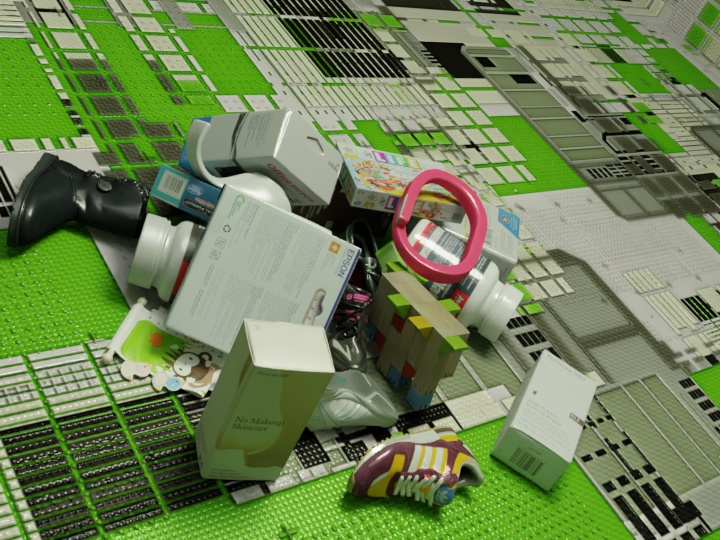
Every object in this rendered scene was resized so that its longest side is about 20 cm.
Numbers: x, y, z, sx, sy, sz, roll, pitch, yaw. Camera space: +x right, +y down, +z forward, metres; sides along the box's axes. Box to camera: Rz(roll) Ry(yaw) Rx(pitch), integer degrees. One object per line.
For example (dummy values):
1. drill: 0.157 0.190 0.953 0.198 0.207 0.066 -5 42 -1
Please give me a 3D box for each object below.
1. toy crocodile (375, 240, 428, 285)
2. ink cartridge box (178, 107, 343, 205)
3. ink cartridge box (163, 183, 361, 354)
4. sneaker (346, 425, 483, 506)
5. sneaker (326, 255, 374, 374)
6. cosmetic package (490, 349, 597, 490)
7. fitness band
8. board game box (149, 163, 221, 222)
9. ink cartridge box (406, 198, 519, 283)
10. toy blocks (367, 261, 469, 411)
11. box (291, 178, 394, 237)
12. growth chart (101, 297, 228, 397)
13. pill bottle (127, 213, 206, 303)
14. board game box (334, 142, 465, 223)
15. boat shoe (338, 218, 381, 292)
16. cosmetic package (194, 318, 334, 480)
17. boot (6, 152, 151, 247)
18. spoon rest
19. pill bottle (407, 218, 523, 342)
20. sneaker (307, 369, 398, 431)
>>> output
1. toy crocodile: 0.078 0.051 1.434 0.061 0.067 0.203 -5 68 -59
2. ink cartridge box: -0.148 -0.163 1.433 0.145 0.197 0.085 38 62 -47
3. ink cartridge box: -0.126 0.018 1.246 0.197 0.202 0.041 25 3 -14
4. sneaker: 0.074 0.259 1.217 0.198 0.076 0.090 -11 46 -40
5. sneaker: -0.019 0.063 1.364 0.075 0.084 0.203 5 56 -12
6. cosmetic package: 0.271 0.214 1.400 0.101 0.075 0.200 32 38 5
7. fitness band: 0.120 -0.067 1.441 0.142 0.037 0.202 33 47 -10
8. board game box: -0.210 -0.092 1.380 0.149 0.048 0.200 25 -1 -2
9. ink cartridge box: 0.167 -0.066 1.655 0.197 0.085 0.145 25 36 -6
10. toy blocks: 0.071 0.102 1.359 0.099 0.139 0.200 -6 37 -36
11. box: -0.037 -0.121 1.577 0.197 0.101 0.076 3 42 -28
12. growth chart: -0.227 0.107 1.252 0.197 0.018 0.146 20 38 -11
13. pill bottle: -0.209 0.001 1.307 0.197 0.115 0.115 18 37 -13
14. board game box: 0.061 -0.139 1.535 0.196 0.035 0.135 7 35 -25
15. boat shoe: 0.000 0.000 1.486 0.072 0.062 0.202 14 39 -21
16. cosmetic package: -0.115 0.154 1.112 0.103 0.202 0.072 6 41 -25
17. boot: -0.381 -0.083 1.325 0.165 0.077 0.201 16 32 -9
18. spoon rest: -0.170 -0.124 1.329 0.099 0.061 0.200 23 -15 49
19. pill bottle: 0.150 0.020 1.512 0.198 0.121 0.120 33 36 7
20. sneaker: -0.033 0.173 1.261 0.198 0.081 0.071 25 23 -39
